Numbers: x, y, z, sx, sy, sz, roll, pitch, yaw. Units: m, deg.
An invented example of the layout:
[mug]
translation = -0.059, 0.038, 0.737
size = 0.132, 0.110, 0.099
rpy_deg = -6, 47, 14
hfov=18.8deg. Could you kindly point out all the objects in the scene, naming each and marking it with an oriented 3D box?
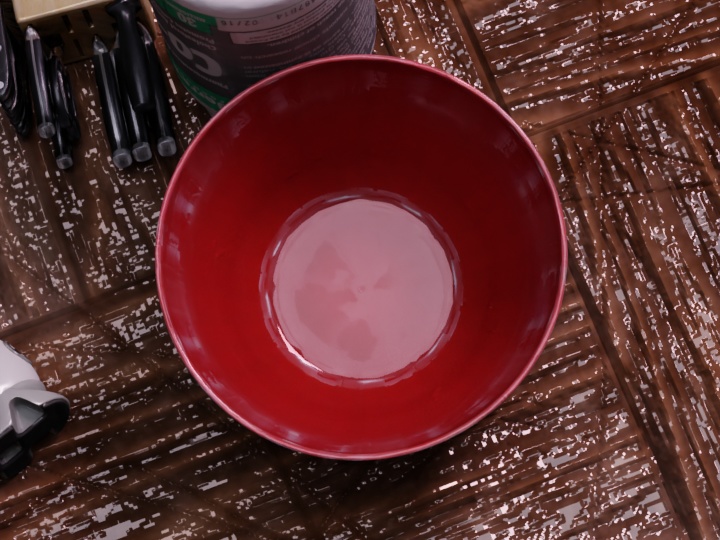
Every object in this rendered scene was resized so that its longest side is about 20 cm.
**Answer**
[pill bottle]
translation = -0.050, -0.142, 1.110
size = 0.113, 0.200, 0.113
rpy_deg = -1, 71, 4
[sneaker]
translation = -0.252, 0.105, 1.113
size = 0.200, 0.074, 0.089
rpy_deg = -40, 73, -19
[knife block]
translation = -0.143, -0.161, 1.197
size = 0.176, 0.064, 0.200
rpy_deg = 30, 75, 13
[mixing bowl]
translation = 0.000, 0.000, 1.099
size = 0.200, 0.108, 0.200
rpy_deg = 0, 81, 0
